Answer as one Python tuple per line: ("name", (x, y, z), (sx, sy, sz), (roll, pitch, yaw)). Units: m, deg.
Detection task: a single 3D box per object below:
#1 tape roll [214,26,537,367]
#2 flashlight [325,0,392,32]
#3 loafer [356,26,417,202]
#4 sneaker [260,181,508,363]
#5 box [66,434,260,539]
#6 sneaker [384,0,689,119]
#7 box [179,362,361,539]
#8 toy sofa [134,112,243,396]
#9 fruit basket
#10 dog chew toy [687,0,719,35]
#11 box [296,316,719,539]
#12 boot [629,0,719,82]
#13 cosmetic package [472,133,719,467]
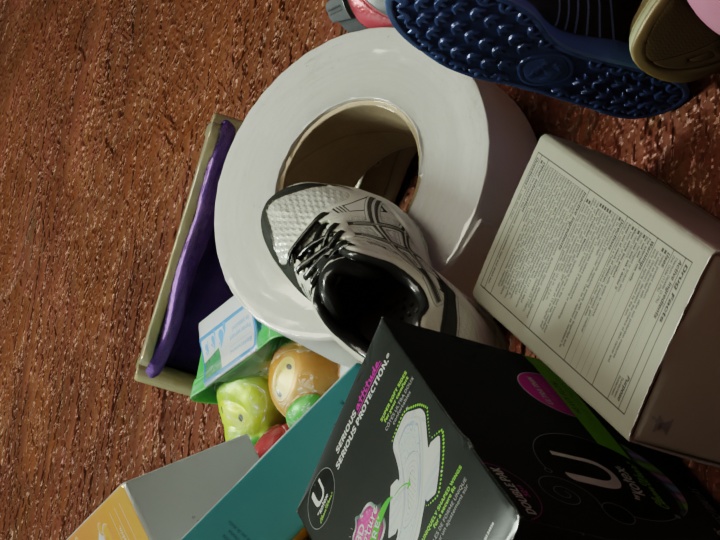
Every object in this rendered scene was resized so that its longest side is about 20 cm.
("tape roll", (0.011, -0.043, 1.307), (0.202, 0.071, 0.203), (-14, 63, 30))
("flashlight", (0.048, -0.201, 1.423), (0.200, 0.068, 0.068), (-16, 64, 62))
("loafer", (0.000, -0.092, 1.449), (0.200, 0.068, 0.076), (-58, 29, 28))
("sneaker", (0.000, 0.000, 1.196), (0.200, 0.088, 0.076), (39, 98, 40))
("box", (-0.122, 0.208, 1.399), (0.125, 0.097, 0.200), (62, 147, 12))
("sneaker", (0.093, -0.143, 1.142), (0.070, 0.200, 0.078), (-30, 53, 43))
("box", (-0.051, 0.150, 1.262), (0.200, 0.049, 0.082), (-45, -18, -15))
("toy sofa", (-0.096, -0.006, 1.549), (0.098, 0.083, 0.201), (176, 111, -82))
("fruit basket", (-0.051, 0.102, 1.408), (0.185, 0.093, 0.201), (-35, 48, 52))
("dog chew toy", (0.201, -0.147, 0.981), (0.200, 0.124, 0.125), (41, 112, 42))
("box", (0.078, 0.133, 1.061), (0.125, 0.148, 0.200), (-66, 27, 18))
("boot", (0.196, -0.210, 1.128), (0.200, 0.072, 0.155), (-53, 32, 25))
("cosmetic package", (0.141, 0.012, 1.100), (0.104, 0.073, 0.200), (-67, 27, 12))
